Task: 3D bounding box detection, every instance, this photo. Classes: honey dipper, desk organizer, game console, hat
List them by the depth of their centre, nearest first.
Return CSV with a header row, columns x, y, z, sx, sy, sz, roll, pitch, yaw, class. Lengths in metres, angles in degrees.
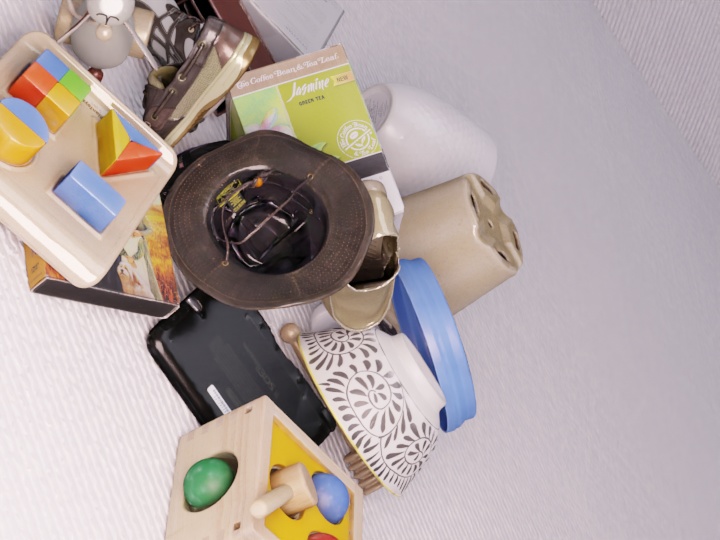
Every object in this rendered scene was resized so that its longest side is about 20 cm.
x,y,z,sx,sy,sz,roll,pitch,yaw,class
-0.083,-0.030,1.522,0.081,0.200,0.201,81,-3,-60,hat
-0.125,0.100,1.592,0.176,0.116,0.200,-45,109,-35,game console
-0.032,0.145,1.725,0.200,0.038,0.038,59,23,1,honey dipper
-0.172,-0.279,1.810,0.200,0.072,0.077,60,21,-12,desk organizer

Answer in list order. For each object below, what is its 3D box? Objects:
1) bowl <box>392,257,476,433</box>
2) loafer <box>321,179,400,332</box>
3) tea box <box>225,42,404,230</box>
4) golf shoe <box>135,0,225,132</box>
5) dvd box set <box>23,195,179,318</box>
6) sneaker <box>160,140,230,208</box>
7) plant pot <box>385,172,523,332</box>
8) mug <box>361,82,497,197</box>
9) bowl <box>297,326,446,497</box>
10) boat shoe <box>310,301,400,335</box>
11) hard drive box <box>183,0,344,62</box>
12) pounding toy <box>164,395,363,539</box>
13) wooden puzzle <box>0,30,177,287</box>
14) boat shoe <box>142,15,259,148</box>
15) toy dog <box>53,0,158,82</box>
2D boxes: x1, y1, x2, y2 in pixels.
x,y,z,sx,sy,sz,roll,pitch,yaw,class
0.080,0.080,1.801,0.201,0.039,0.201,162,-90,-84,bowl
0.000,0.000,1.585,0.200,0.076,0.068,90,-17,-50,loafer
-0.053,-0.100,1.706,0.200,0.133,0.197,105,-35,-74,tea box
-0.188,-0.249,1.732,0.078,0.094,0.200,12,54,-60,golf shoe
-0.241,-0.060,1.457,0.146,0.029,0.200,15,51,-42,dvd box set
-0.174,-0.081,1.587,0.076,0.087,0.200,57,24,-16,sneaker
0.086,-0.020,1.951,0.200,0.183,0.201,46,29,-35,plant pot
0.060,-0.139,2.102,0.175,0.147,0.200,33,67,-37,mug
0.027,0.126,1.683,0.201,0.094,0.201,57,5,-8,bowl
0.002,0.070,1.820,0.200,0.072,0.068,40,31,-50,boat shoe
-0.113,-0.313,1.945,0.156,0.077,0.200,46,26,-13,hard drive box
-0.078,0.216,1.407,0.200,0.142,0.184,48,27,-32,pounding toy
-0.256,-0.107,1.411,0.185,0.046,0.200,43,39,-14,wooden puzzle
-0.176,-0.172,1.556,0.065,0.200,0.073,39,31,-15,boat shoe
-0.248,-0.216,1.528,0.200,0.132,0.097,12,87,-80,toy dog
